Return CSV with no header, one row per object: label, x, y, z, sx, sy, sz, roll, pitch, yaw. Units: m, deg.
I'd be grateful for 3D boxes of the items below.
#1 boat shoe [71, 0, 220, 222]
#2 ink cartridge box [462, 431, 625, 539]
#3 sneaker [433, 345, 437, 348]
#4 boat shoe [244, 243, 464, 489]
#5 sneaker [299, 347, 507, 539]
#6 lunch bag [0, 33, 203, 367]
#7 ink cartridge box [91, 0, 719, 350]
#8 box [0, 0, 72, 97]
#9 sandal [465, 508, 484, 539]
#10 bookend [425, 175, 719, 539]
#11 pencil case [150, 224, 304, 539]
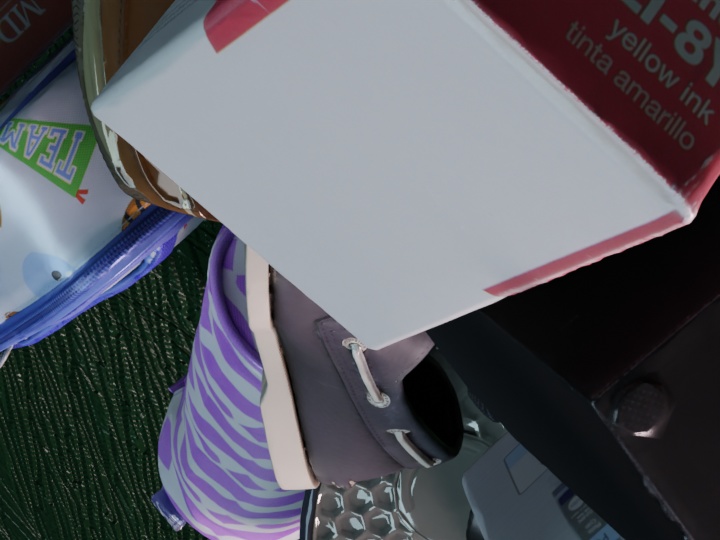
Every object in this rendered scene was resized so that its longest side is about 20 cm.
boat shoe,-0.014,-0.110,0.684,0.074,0.201,0.076,12,-177,36
ink cartridge box,0.109,0.046,0.677,0.047,0.160,0.200,45,-173,-17
sneaker,0.061,-0.014,0.846,0.199,0.077,0.084,5,135,46
boat shoe,0.000,0.000,0.831,0.062,0.073,0.200,0,146,3
sneaker,0.023,0.085,1.008,0.077,0.146,0.203,22,112,5
lunch bag,-0.087,-0.033,0.924,0.076,0.160,0.200,47,154,-7
ink cartridge box,0.054,-0.094,0.569,0.083,0.200,0.145,40,157,-10
box,-0.192,-0.133,0.939,0.200,0.152,0.106,48,155,-16
sandal,0.069,0.086,0.908,0.048,0.075,0.201,29,165,28
bookend,0.112,-0.030,0.646,0.092,0.199,0.200,53,175,-24
pencil case,-0.029,0.038,1.059,0.086,0.084,0.200,60,159,14
